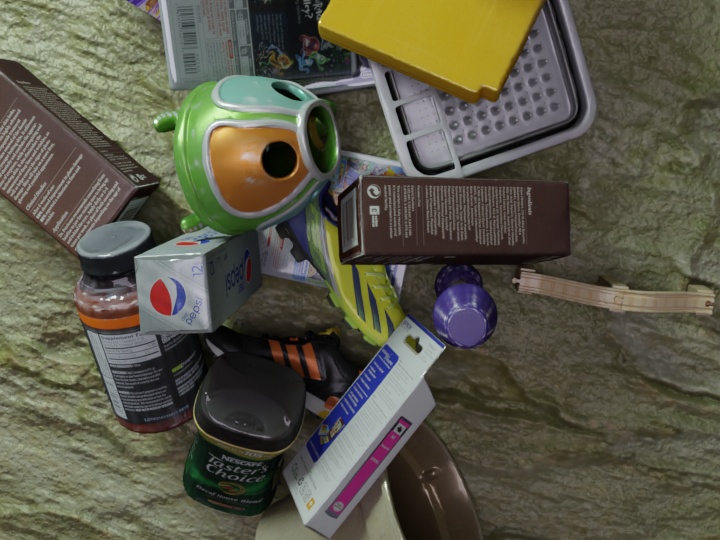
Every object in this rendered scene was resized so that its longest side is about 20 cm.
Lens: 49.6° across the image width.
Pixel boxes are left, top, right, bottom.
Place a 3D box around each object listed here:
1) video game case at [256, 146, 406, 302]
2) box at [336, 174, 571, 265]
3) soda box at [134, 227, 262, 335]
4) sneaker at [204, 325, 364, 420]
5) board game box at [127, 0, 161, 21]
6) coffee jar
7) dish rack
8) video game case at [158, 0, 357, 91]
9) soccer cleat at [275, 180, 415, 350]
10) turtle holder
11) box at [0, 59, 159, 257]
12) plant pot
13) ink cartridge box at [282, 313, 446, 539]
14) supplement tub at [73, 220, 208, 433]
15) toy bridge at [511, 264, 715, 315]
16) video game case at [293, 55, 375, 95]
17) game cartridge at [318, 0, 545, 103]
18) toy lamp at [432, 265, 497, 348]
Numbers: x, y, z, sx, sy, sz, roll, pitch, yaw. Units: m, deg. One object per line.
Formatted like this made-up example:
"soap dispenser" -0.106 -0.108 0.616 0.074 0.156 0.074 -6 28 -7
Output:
"video game case" -0.042 -0.056 0.812 0.198 0.018 0.145 12 100 4
"box" 0.084 -0.043 0.726 0.198 0.100 0.076 -2 86 -13
"soda box" -0.143 0.003 0.721 0.063 0.200 0.069 -2 101 5
"sneaker" -0.064 0.091 0.821 0.199 0.070 0.091 29 86 0
"board game box" -0.148 -0.330 0.739 0.134 0.045 0.201 30 101 -1
"coffee jar" -0.117 0.165 0.772 0.103 0.086 0.201 17 139 -3
"dish rack" 0.113 -0.186 0.750 0.198 0.044 0.173 -19 96 -2
"video game case" -0.096 -0.274 0.713 0.180 0.023 0.202 -8 110 -11
"soccer cleat" 0.000 0.000 0.776 0.083 0.065 0.201 -38 94 8
"turtle holder" -0.083 -0.105 0.711 0.130 0.185 0.143 -8 85 22
"box" -0.318 -0.113 0.796 0.200 0.075 0.100 40 101 -4
"plant pot" 0.003 0.272 0.790 0.182 0.200 0.202 -28 96 21
"ink cartridge box" 0.008 0.139 0.720 0.037 0.095 0.201 36 92 -23
"supplement tub" -0.218 0.055 0.775 0.106 0.107 0.202 -4 119 6
"toy bridge" 0.249 0.022 0.771 0.198 0.067 0.028 7 100 4
"video game case" -0.050 -0.268 0.775 0.198 0.023 0.184 -7 99 7
"game cartridge" 0.081 -0.265 0.707 0.175 0.032 0.201 26 80 9
"toy lamp" 0.094 0.030 0.720 0.057 0.200 0.059 1 100 5
